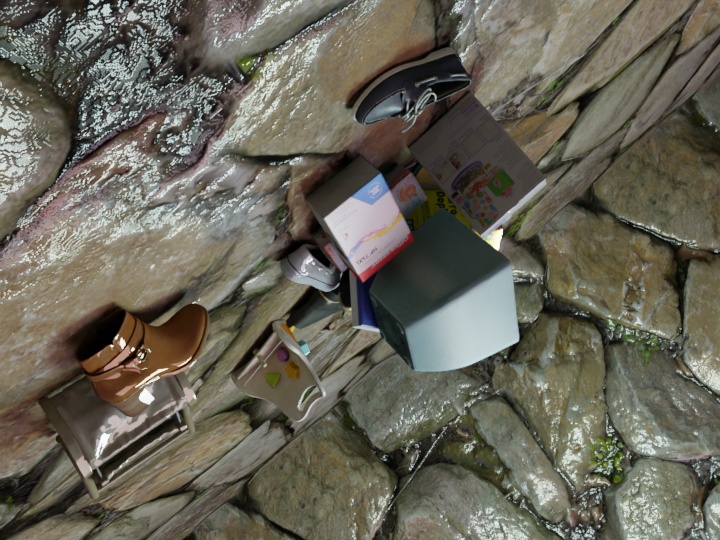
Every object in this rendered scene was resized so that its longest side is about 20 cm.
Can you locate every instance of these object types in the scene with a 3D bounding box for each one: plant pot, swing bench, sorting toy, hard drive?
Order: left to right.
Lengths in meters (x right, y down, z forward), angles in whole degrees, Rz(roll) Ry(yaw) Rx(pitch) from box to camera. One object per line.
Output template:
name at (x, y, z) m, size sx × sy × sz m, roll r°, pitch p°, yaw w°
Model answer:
swing bench at (-0.368, 0.227, 1.255) m, size 0.198 × 0.130 × 0.201 m, roll -33°, pitch 165°, yaw -26°
sorting toy at (-0.156, 0.227, 1.747) m, size 0.106 × 0.181 × 0.200 m, roll -21°, pitch 158°, yaw -53°
hard drive at (0.023, 0.007, 1.466) m, size 0.025 × 0.204 × 0.131 m, roll -11°, pitch 166°, yaw 31°
plant pot at (0.131, 0.056, 1.384) m, size 0.198 × 0.196 × 0.198 m, roll -31°, pitch 134°, yaw -16°

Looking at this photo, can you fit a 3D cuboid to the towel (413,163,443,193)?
towel at (0.164, -0.169, 1.524) m, size 0.144 × 0.022 × 0.201 m, roll 13°, pitch 137°, yaw -22°

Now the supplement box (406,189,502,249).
supplement box at (0.158, -0.077, 1.530) m, size 0.196 × 0.110 × 0.110 m, roll -3°, pitch 140°, yaw -4°

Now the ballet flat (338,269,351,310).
ballet flat at (0.000, 0.000, 1.530) m, size 0.057 × 0.066 × 0.202 m, roll 122°, pitch -10°, yaw -49°

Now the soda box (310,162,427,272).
soda box at (0.015, -0.091, 1.378) m, size 0.199 × 0.064 × 0.068 m, roll -40°, pitch -149°, yaw -5°

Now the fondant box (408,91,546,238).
fondant box at (0.199, -0.178, 1.375) m, size 0.144 × 0.201 × 0.058 m, roll -40°, pitch 167°, yaw 8°

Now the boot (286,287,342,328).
boot at (-0.067, 0.072, 1.760) m, size 0.138 × 0.078 × 0.199 m, roll -41°, pitch 155°, yaw 22°

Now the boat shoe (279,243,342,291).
boat shoe at (-0.069, -0.009, 1.449) m, size 0.067 × 0.074 × 0.199 m, roll -41°, pitch 167°, yaw 17°

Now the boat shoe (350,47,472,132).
boat shoe at (0.073, -0.242, 1.111) m, size 0.199 × 0.062 × 0.075 m, roll -31°, pitch 167°, yaw -33°

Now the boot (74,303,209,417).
boot at (-0.305, 0.093, 1.134) m, size 0.200 × 0.076 × 0.156 m, roll -48°, pitch 145°, yaw -21°

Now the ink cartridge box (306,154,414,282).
ink cartridge box at (0.010, -0.068, 1.290) m, size 0.116 × 0.067 × 0.201 m, roll -39°, pitch 134°, yaw -6°
